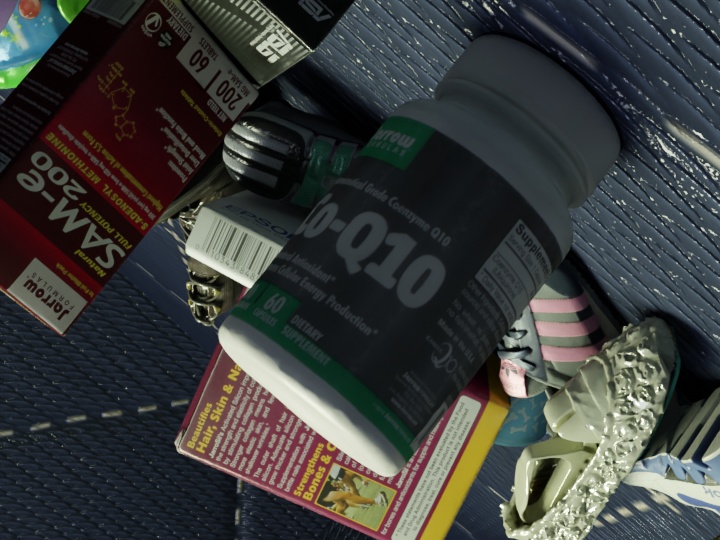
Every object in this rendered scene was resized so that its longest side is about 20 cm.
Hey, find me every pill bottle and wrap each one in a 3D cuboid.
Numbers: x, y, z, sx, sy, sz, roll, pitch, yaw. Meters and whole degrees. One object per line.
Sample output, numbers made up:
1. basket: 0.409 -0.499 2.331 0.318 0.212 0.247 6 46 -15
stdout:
1. pill bottle: 0.032 -0.010 0.694 0.113 0.200 0.113 37 169 9

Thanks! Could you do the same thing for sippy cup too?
1. sippy cup: -0.279 -0.231 1.071 0.176 0.141 0.131 -5 145 8

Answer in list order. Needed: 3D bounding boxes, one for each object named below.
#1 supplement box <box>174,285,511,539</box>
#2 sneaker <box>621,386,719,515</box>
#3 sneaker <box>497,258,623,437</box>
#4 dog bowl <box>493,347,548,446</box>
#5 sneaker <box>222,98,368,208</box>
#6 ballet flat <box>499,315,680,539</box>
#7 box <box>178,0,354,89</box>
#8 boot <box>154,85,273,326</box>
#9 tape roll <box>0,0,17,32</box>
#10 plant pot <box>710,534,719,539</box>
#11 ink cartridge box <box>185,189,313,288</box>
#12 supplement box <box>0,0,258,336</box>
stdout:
1. supplement box: -0.010 0.093 0.994 0.199 0.132 0.103 25 -164 -4
2. sneaker: 0.239 0.136 0.912 0.115 0.081 0.199 42 167 -4
3. sneaker: 0.113 0.037 0.926 0.200 0.082 0.070 46 169 -30
4. dog bowl: 0.070 0.054 1.100 0.199 0.050 0.111 36 -149 18
5. sneaker: 0.008 -0.067 0.973 0.199 0.075 0.088 27 -152 -1
6. ballet flat: 0.141 0.113 0.909 0.072 0.072 0.201 35 130 21
7. box: -0.109 -0.193 0.841 0.193 0.048 0.200 43 169 -12
8. boot: -0.115 -0.029 1.050 0.069 0.200 0.175 22 132 23
9. tape roll: -0.326 -0.234 0.961 0.199 0.201 0.085 34 -158 24
10. plant pot: 0.295 0.245 0.956 0.143 0.199 0.200 65 169 3
11. ink cartridge box: 0.000 0.000 0.992 0.198 0.041 0.200 28 -165 8
12. supplement box: -0.166 -0.073 0.870 0.061 0.201 0.109 28 167 45
